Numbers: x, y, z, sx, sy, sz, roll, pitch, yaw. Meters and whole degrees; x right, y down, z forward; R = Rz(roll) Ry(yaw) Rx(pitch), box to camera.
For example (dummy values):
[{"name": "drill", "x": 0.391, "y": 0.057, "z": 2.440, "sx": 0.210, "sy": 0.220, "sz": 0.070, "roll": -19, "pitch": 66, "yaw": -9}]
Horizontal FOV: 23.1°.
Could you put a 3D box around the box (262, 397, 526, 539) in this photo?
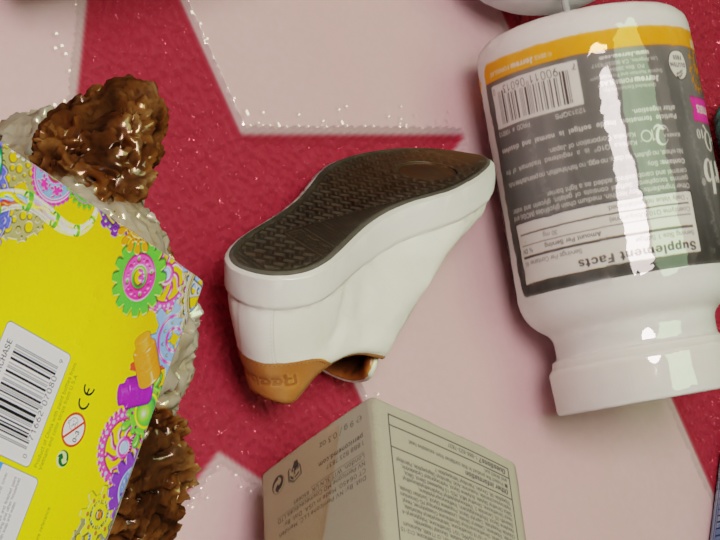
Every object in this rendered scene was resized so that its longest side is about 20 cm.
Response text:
[{"name": "box", "x": 0.020, "y": 0.164, "z": 0.717, "sx": 0.095, "sy": 0.078, "sz": 0.201, "roll": 29, "pitch": 40, "yaw": -32}]

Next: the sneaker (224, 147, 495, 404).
[{"name": "sneaker", "x": 0.000, "y": 0.000, "z": 0.847, "sx": 0.200, "sy": 0.073, "sz": 0.085, "roll": -33, "pitch": 129, "yaw": -49}]

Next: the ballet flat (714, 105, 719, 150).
[{"name": "ballet flat", "x": 0.296, "y": -0.084, "z": 1.129, "sx": 0.199, "sy": 0.067, "sz": 0.071, "roll": 5, "pitch": 59, "yaw": -43}]

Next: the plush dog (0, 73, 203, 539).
[{"name": "plush dog", "x": -0.124, "y": 0.023, "z": 0.641, "sx": 0.160, "sy": 0.171, "sz": 0.201, "roll": -1, "pitch": 78, "yaw": -42}]

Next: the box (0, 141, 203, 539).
[{"name": "box", "x": -0.183, "y": 0.058, "z": 0.518, "sx": 0.122, "sy": 0.192, "sz": 0.201, "roll": 38, "pitch": 66, "yaw": -52}]

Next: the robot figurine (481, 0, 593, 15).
[{"name": "robot figurine", "x": 0.091, "y": -0.225, "z": 0.954, "sx": 0.169, "sy": 0.112, "sz": 0.201, "roll": 2, "pitch": 74, "yaw": -67}]

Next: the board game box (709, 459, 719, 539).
[{"name": "board game box", "x": 0.270, "y": 0.184, "z": 1.018, "sx": 0.199, "sy": 0.062, "sz": 0.201, "roll": 16, "pitch": 67, "yaw": -37}]

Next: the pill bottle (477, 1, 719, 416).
[{"name": "pill bottle", "x": 0.132, "y": -0.030, "z": 0.924, "sx": 0.116, "sy": 0.116, "sz": 0.201, "roll": -5, "pitch": 83, "yaw": -42}]
